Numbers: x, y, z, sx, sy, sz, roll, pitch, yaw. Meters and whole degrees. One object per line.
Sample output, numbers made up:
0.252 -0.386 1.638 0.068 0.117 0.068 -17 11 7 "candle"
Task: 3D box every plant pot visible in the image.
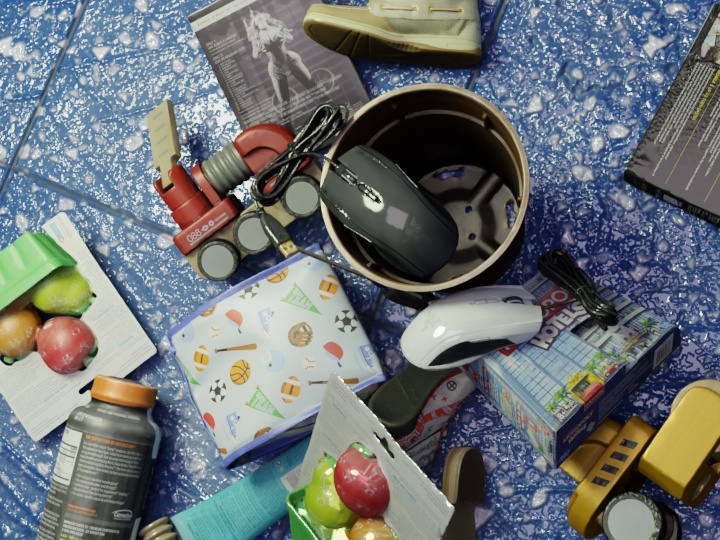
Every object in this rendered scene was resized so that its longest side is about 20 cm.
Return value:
0.081 -0.063 1.167 0.200 0.198 0.201 -2 80 14 "plant pot"

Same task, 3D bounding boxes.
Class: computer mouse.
0.133 0.039 1.089 0.199 0.044 0.110 -18 45 -8 "computer mouse"
-0.015 -0.054 1.064 0.140 0.046 0.200 -44 73 3 "computer mouse"

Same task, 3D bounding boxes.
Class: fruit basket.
0.010 0.225 1.115 0.185 0.094 0.200 45 131 32 "fruit basket"
-0.359 0.064 1.333 0.185 0.094 0.200 -37 89 7 "fruit basket"

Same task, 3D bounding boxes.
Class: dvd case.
-0.087 -0.228 1.299 0.148 0.016 0.200 -25 98 10 "dvd case"

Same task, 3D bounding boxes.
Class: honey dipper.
-0.180 0.364 1.249 0.038 0.038 0.200 -33 76 7 "honey dipper"

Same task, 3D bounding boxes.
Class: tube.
-0.113 0.251 1.248 0.200 0.050 0.078 -35 70 12 "tube"

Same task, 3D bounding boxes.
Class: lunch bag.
-0.089 0.096 1.226 0.200 0.124 0.170 -28 73 -1 "lunch bag"

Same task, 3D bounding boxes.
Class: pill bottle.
-0.281 0.218 1.264 0.106 0.106 0.201 12 84 16 "pill bottle"

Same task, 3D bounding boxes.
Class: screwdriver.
0.000 0.000 1.196 0.029 0.200 0.028 -53 35 14 "screwdriver"

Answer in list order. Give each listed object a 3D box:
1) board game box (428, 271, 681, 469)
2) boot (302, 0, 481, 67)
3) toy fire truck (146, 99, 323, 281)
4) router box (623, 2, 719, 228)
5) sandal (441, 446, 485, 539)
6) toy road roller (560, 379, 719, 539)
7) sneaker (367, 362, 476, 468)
0.175 0.065 1.131 0.200 0.062 0.200 31 57 34 "board game box"
0.040 -0.312 1.266 0.199 0.072 0.155 6 80 -9 "boot"
-0.152 -0.115 1.270 0.176 0.129 0.200 -36 97 7 "toy fire truck"
0.382 -0.151 1.178 0.149 0.051 0.200 29 89 16 "router box"
0.078 0.287 1.188 0.069 0.078 0.212 -2 73 38 "sandal"
0.272 0.176 1.120 0.146 0.123 0.200 38 92 28 "toy road roller"
0.081 0.130 1.204 0.067 0.108 0.201 34 54 28 "sneaker"
